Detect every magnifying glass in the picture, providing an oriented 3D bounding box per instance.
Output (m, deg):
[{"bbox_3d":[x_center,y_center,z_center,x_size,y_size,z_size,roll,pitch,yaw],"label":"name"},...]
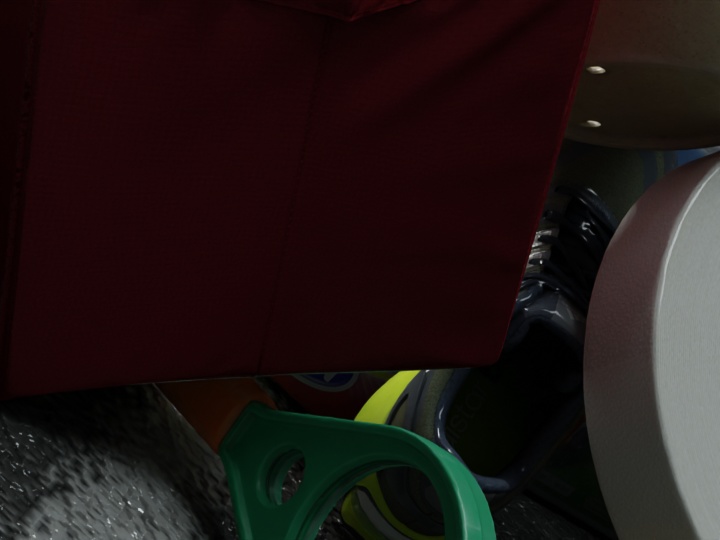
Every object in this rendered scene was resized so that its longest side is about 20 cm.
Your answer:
[{"bbox_3d":[-0.024,0.061,0.685,0.022,0.080,0.200,29,8,-42],"label":"magnifying glass"}]

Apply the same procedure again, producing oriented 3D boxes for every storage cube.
[{"bbox_3d":[-0.045,-0.083,0.682,0.171,0.180,0.200,-3,36,-23],"label":"storage cube"}]

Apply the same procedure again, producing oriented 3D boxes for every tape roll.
[{"bbox_3d":[0.163,0.050,0.787,0.203,0.037,0.203,12,70,-35],"label":"tape roll"}]

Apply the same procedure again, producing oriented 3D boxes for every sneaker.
[{"bbox_3d":[0.068,0.017,0.797,0.074,0.200,0.081,34,-23,-13],"label":"sneaker"}]

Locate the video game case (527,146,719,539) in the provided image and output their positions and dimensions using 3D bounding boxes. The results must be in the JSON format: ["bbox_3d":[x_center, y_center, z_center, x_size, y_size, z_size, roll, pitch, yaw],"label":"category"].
[{"bbox_3d":[0.134,0.034,1.012,0.200,0.182,0.022,33,18,-43],"label":"video game case"}]

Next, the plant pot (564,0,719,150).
[{"bbox_3d":[0.103,-0.119,0.772,0.200,0.200,0.135,27,65,-55],"label":"plant pot"}]

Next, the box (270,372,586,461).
[{"bbox_3d":[0.000,0.000,0.890,0.200,0.095,0.100,43,12,-9],"label":"box"}]
